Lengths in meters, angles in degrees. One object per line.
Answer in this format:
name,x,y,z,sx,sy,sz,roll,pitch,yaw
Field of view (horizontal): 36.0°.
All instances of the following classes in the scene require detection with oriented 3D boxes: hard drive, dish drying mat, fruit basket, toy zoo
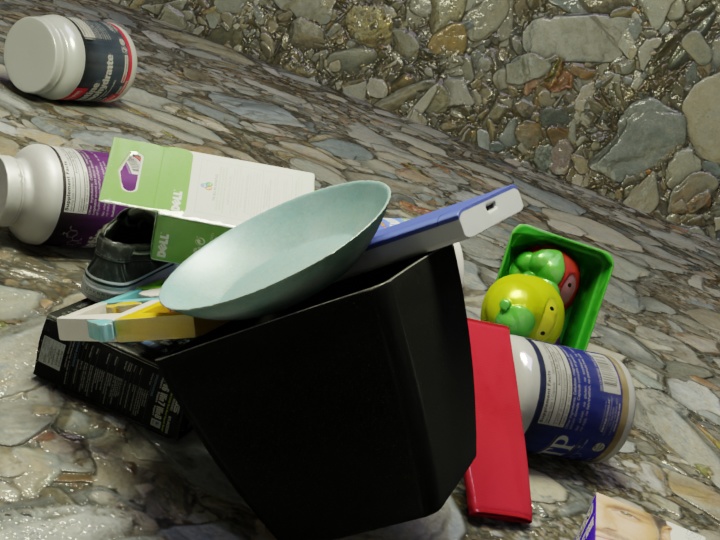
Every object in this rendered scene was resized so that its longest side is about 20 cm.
hard drive,0.026,-0.023,0.942,0.198,0.026,0.132,-18,4,31
dish drying mat,0.123,0.140,1.063,0.076,0.018,0.202,12,56,-26
fruit basket,0.206,0.055,1.302,0.154,0.218,0.216,18,17,-8
toy zoo,-0.165,0.033,0.946,0.130,0.021,0.200,-2,10,20

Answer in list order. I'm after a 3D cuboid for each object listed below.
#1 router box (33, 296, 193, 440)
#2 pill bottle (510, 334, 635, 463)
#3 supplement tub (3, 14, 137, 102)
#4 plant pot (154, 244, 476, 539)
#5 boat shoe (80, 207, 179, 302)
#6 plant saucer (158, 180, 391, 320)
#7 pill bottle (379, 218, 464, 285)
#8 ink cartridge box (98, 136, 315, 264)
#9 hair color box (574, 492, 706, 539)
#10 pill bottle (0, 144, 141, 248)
router box,-0.185,0.073,1.035,0.149,0.063,0.200,22,17,12
pill bottle,0.180,0.133,1.177,0.198,0.121,0.120,13,18,-23
supplement tub,-0.494,-0.363,1.899,0.140,0.142,0.199,28,19,24
plant pot,-0.009,0.103,0.878,0.198,0.179,0.200,-19,2,21
boat shoe,-0.211,-0.028,1.082,0.071,0.072,0.200,21,19,-3
plant saucer,-0.061,-0.008,0.868,0.199,0.039,0.201,-22,20,8
pill bottle,0.000,0.000,1.163,0.198,0.113,0.112,-1,25,-30
ink cartridge box,-0.144,-0.057,1.046,0.198,0.060,0.104,10,41,-10
hair color box,0.233,0.269,0.916,0.108,0.065,0.200,22,15,7
pill bottle,-0.329,-0.083,1.271,0.199,0.113,0.112,3,24,-43
